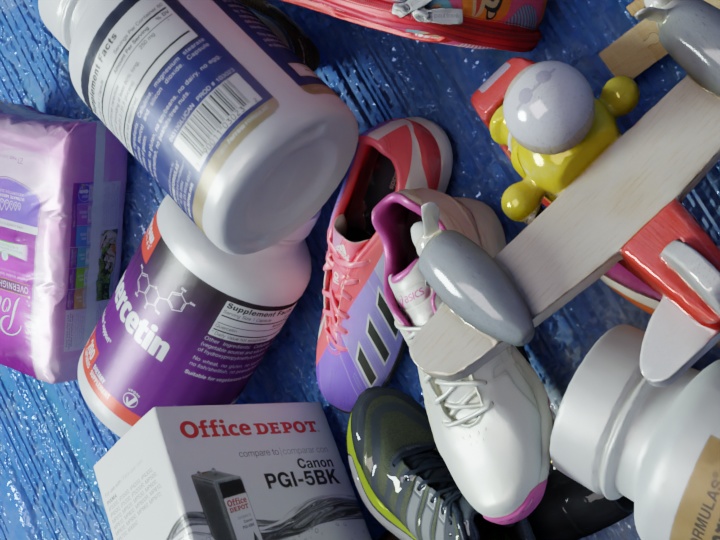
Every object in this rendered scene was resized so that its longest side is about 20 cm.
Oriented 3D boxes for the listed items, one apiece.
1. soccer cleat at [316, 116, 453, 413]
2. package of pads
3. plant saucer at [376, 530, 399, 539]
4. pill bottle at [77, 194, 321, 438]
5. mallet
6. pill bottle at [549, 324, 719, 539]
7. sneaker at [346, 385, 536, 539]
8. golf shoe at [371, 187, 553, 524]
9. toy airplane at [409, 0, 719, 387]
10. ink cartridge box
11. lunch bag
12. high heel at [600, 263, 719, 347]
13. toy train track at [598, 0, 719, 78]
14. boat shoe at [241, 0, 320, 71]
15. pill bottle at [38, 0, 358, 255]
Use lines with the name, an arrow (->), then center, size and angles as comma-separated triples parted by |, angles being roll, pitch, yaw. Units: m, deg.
soccer cleat -> 0.000, 0.000, 0.817 | 0.068, 0.073, 0.202 | 27, 111, 29
package of pads -> -0.244, -0.024, 0.987 | 0.119, 0.075, 0.203 | 14, 104, 36
plant saucer -> 0.061, 0.259, 0.831 | 0.198, 0.036, 0.203 | 5, 98, 35
pill bottle -> -0.106, 0.019, 0.872 | 0.112, 0.112, 0.201 | 44, 118, 23
mallet -> 0.093, 0.072, 0.786 | 0.066, 0.041, 0.201 | -39, 70, 29
pill bottle -> 0.203, 0.110, 0.662 | 0.199, 0.114, 0.116 | 28, 111, 30
sneaker -> 0.060, 0.142, 0.771 | 0.201, 0.073, 0.081 | 52, 149, 28
golf shoe -> 0.050, 0.043, 0.727 | 0.075, 0.091, 0.202 | -29, 59, 29
toy airplane -> 0.120, -0.044, 0.641 | 0.197, 0.141, 0.202 | -7, 55, 37
ink cartridge box -> -0.066, 0.189, 0.817 | 0.083, 0.146, 0.202 | -43, 58, 36
lunch bag -> 0.000, -0.185, 0.730 | 0.199, 0.175, 0.083 | 24, 107, 32
high heel -> 0.222, -0.002, 0.680 | 0.198, 0.067, 0.097 | 22, 86, 32
toy train track -> 0.204, -0.159, 0.664 | 0.115, 0.032, 0.200 | 53, 138, -2
boat shoe -> -0.113, -0.172, 0.875 | 0.199, 0.072, 0.073 | 37, 116, 23
pill bottle -> -0.103, -0.114, 0.767 | 0.200, 0.111, 0.112 | 46, 119, 21
